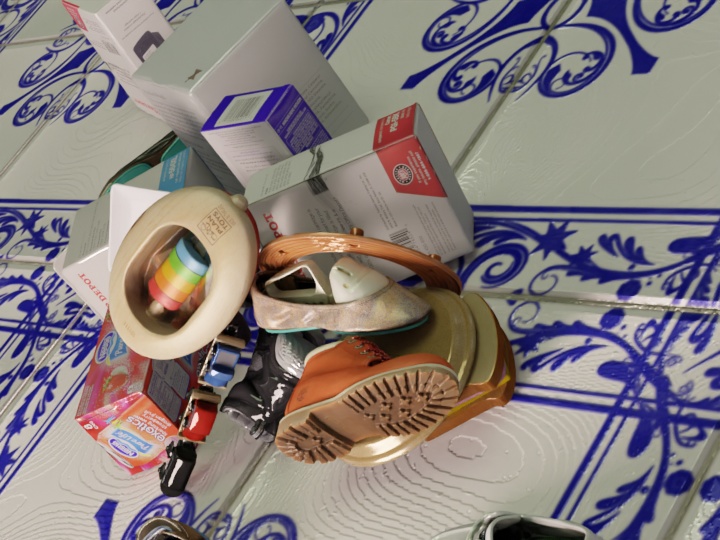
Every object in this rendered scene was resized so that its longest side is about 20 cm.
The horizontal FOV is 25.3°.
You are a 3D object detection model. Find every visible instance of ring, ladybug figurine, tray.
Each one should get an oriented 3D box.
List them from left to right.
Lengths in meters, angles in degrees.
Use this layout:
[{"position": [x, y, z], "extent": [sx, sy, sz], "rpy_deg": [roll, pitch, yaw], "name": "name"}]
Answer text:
[{"position": [-0.161, -0.001, 1.531], "extent": [0.200, 0.136, 0.072], "rpy_deg": [-45, -13, 29], "name": "ladybug figurine"}, {"position": [-0.181, -0.035, 1.777], "extent": [0.198, 0.108, 0.022], "rpy_deg": [9, 23, 7], "name": "tray"}, {"position": [0.000, 0.000, 1.536], "extent": [0.199, 0.200, 0.019], "rpy_deg": [-7, 64, 40], "name": "ring"}]

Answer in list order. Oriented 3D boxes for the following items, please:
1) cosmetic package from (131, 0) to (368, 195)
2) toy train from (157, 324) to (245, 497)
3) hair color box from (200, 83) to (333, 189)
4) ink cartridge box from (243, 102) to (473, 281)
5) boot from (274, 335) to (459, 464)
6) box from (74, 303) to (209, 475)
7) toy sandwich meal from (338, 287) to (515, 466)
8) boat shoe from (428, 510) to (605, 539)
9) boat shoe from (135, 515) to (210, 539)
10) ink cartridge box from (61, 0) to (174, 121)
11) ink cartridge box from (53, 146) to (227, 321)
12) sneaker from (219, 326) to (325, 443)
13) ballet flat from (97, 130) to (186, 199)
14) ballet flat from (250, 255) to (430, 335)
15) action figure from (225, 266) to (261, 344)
[{"position": [-0.132, -0.206, 1.932], "extent": [0.166, 0.200, 0.167], "rpy_deg": [-47, 33, -14], "name": "cosmetic package"}, {"position": [-0.158, 0.141, 1.577], "extent": [0.046, 0.034, 0.201], "rpy_deg": [-100, 30, -62], "name": "toy train"}, {"position": [-0.069, -0.104, 1.732], "extent": [0.109, 0.201, 0.065], "rpy_deg": [-2, 44, 44], "name": "hair color box"}, {"position": [-0.002, -0.060, 1.639], "extent": [0.198, 0.148, 0.083], "rpy_deg": [-21, 27, 16], "name": "ink cartridge box"}, {"position": [0.010, 0.093, 1.413], "extent": [0.199, 0.075, 0.108], "rpy_deg": [-21, 40, 39], "name": "boot"}, {"position": [-0.224, 0.105, 1.723], "extent": [0.095, 0.100, 0.201], "rpy_deg": [-23, 35, 23], "name": "box"}, {"position": [0.050, 0.101, 1.482], "extent": [0.204, 0.070, 0.206], "rpy_deg": [-30, 39, 29], "name": "toy sandwich meal"}, {"position": [0.117, 0.216, 1.257], "extent": [0.199, 0.067, 0.074], "rpy_deg": [-9, 42, 40], "name": "boat shoe"}, {"position": [-0.168, 0.271, 1.476], "extent": [0.072, 0.073, 0.200], "rpy_deg": [-43, 31, -8], "name": "boat shoe"}, {"position": [-0.314, -0.317, 2.266], "extent": [0.084, 0.201, 0.145], "rpy_deg": [-42, 31, -12], "name": "ink cartridge box"}, {"position": [-0.250, -0.026, 1.890], "extent": [0.199, 0.129, 0.126], "rpy_deg": [-26, 33, 19], "name": "ink cartridge box"}, {"position": [-0.092, 0.102, 1.612], "extent": [0.114, 0.075, 0.200], "rpy_deg": [-54, 14, 7], "name": "sneaker"}, {"position": [-0.272, -0.129, 2.118], "extent": [0.200, 0.068, 0.068], "rpy_deg": [-40, 20, -21], "name": "ballet flat"}, {"position": [-0.027, 0.023, 1.489], "extent": [0.198, 0.068, 0.068], "rpy_deg": [-3, 23, 35], "name": "ballet flat"}, {"position": [-0.170, 0.012, 1.658], "extent": [0.199, 0.070, 0.130], "rpy_deg": [18, 57, 48], "name": "action figure"}]
